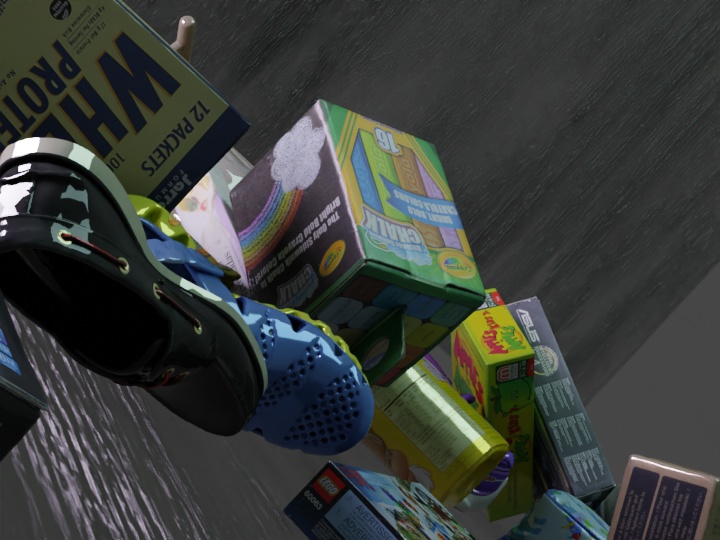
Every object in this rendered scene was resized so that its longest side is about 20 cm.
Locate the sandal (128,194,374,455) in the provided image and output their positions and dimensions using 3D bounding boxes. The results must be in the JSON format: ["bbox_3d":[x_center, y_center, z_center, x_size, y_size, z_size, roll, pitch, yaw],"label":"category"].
[{"bbox_3d":[-0.079,0.039,0.778,0.200,0.080,0.087,34,7,-8],"label":"sandal"}]

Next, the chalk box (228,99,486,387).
[{"bbox_3d":[0.000,0.000,1.036,0.124,0.125,0.200,17,45,-38],"label":"chalk box"}]

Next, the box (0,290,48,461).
[{"bbox_3d":[-0.183,-0.027,0.413,0.158,0.050,0.200,41,3,-31],"label":"box"}]

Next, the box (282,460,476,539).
[{"bbox_3d":[0.045,0.172,0.781,0.137,0.038,0.200,43,2,19],"label":"box"}]

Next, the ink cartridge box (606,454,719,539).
[{"bbox_3d":[0.243,0.232,1.026,0.075,0.165,0.200,14,-6,36],"label":"ink cartridge box"}]

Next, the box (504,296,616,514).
[{"bbox_3d":[0.172,0.149,1.378,0.161,0.049,0.200,101,-29,-64],"label":"box"}]

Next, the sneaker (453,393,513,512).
[{"bbox_3d":[0.055,0.126,1.270,0.200,0.083,0.081,42,2,9],"label":"sneaker"}]

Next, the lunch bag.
[{"bbox_3d":[0.208,0.271,1.203,0.161,0.082,0.200,43,2,25],"label":"lunch bag"}]

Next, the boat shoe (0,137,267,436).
[{"bbox_3d":[-0.108,0.026,0.659,0.201,0.074,0.063,55,31,-45],"label":"boat shoe"}]

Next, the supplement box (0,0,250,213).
[{"bbox_3d":[-0.207,-0.130,0.872,0.200,0.134,0.200,41,2,-35],"label":"supplement box"}]

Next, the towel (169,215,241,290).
[{"bbox_3d":[-0.171,-0.061,1.039,0.200,0.018,0.086,43,1,17],"label":"towel"}]

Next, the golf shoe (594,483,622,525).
[{"bbox_3d":[0.274,0.281,1.322,0.078,0.097,0.200,12,48,-27],"label":"golf shoe"}]

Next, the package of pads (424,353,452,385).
[{"bbox_3d":[-0.001,0.074,1.399,0.200,0.076,0.121,42,5,-26],"label":"package of pads"}]

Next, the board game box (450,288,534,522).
[{"bbox_3d":[0.124,0.128,1.330,0.102,0.048,0.200,-115,-164,-51],"label":"board game box"}]

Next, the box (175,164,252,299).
[{"bbox_3d":[-0.112,-0.030,1.097,0.200,0.039,0.041,64,12,23],"label":"box"}]

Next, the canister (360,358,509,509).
[{"bbox_3d":[0.023,0.101,1.161,0.200,0.087,0.149,45,4,14],"label":"canister"}]

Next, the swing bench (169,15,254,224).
[{"bbox_3d":[-0.129,-0.079,1.264,0.199,0.130,0.200,43,-19,22],"label":"swing bench"}]
